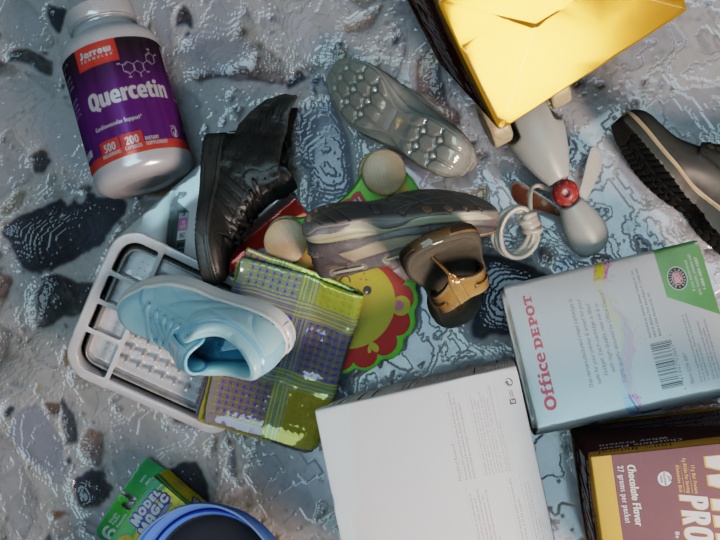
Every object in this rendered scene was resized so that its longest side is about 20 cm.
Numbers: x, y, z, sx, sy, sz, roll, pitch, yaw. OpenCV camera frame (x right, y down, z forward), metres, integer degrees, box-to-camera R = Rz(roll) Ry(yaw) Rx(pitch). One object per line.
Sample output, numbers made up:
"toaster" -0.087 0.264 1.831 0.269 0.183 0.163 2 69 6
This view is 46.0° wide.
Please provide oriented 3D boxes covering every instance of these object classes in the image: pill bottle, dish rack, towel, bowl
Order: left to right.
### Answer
"pill bottle" -0.262 -0.190 0.937 0.110 0.112 0.204 -18 85 8
"dish rack" -0.200 0.066 0.924 0.197 0.044 0.174 26 99 -8
"bowl" -0.155 0.342 0.875 0.196 0.039 0.206 -2 85 19
"towel" -0.086 0.091 0.887 0.141 0.023 0.203 19 109 -2

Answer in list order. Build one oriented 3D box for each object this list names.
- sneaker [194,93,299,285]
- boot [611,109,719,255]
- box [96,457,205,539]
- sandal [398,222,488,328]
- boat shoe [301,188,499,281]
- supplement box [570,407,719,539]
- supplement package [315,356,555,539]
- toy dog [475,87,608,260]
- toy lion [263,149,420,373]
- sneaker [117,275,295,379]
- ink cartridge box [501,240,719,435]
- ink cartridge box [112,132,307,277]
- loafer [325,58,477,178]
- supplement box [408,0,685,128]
"sneaker" -0.114 -0.085 0.886 0.102 0.060 0.204 -3 70 4
"boot" 0.365 -0.121 0.859 0.200 0.077 0.138 44 90 -5
"box" -0.199 0.314 0.941 0.199 0.048 0.118 37 94 10
"sandal" 0.091 0.017 0.828 0.080 0.201 0.055 -26 60 -3
"boat shoe" 0.041 -0.033 0.850 0.195 0.075 0.075 -5 115 -1
"supplement box" 0.307 0.212 0.784 0.193 0.200 0.136 -8 86 8
"supplement package" 0.080 0.205 0.848 0.196 0.147 0.196 -13 85 8
"toy dog" 0.190 -0.116 0.886 0.129 0.096 0.205 -6 101 6
"toy lion" 0.000 0.000 0.906 0.198 0.069 0.193 -35 98 -1
"sneaker" -0.166 0.059 0.822 0.196 0.082 0.075 6 119 23
"ink cartridge box" 0.250 0.071 0.845 0.196 0.088 0.148 -13 74 6
"ink cartridge box" -0.151 -0.025 0.948 0.199 0.044 0.175 -39 81 6
"loafer" 0.042 -0.162 0.912 0.200 0.069 0.071 43 108 25
"supplement box" 0.156 -0.274 0.805 0.195 0.201 0.134 -31 121 7
